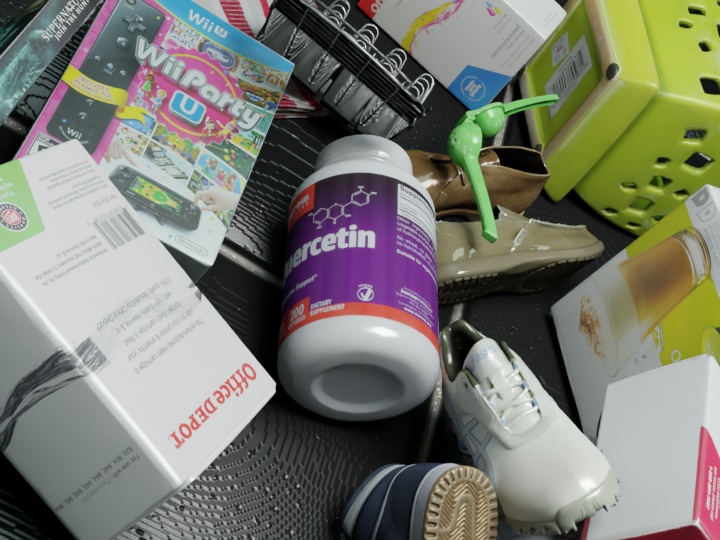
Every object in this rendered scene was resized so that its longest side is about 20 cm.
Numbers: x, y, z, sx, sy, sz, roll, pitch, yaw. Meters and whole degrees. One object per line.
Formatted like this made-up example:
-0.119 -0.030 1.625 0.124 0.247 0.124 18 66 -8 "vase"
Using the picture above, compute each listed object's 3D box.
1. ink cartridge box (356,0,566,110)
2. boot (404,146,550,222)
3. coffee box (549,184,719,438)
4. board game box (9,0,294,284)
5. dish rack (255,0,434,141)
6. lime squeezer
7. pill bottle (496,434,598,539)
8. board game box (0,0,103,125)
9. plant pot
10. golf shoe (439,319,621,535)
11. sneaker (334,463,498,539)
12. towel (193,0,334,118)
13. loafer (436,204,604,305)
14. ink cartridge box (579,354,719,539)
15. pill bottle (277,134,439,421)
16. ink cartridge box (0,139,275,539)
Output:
0.080 -0.261 1.061 0.200 0.116 0.067 42 44 -2 "ink cartridge box"
0.076 -0.085 0.958 0.199 0.075 0.074 2 60 -33 "boot"
0.307 0.084 0.909 0.199 0.198 0.201 13 52 -31 "coffee box"
-0.149 -0.102 0.799 0.147 0.064 0.201 29 53 -16 "board game box"
-0.010 -0.160 0.851 0.153 0.200 0.055 39 83 -6 "dish rack"
0.112 -0.110 0.928 0.070 0.038 0.200 23 47 7 "lime squeezer"
0.130 0.218 0.745 0.112 0.112 0.201 30 46 -14 "pill bottle"
-0.248 -0.099 0.690 0.028 0.135 0.201 48 40 -26 "board game box"
0.269 -0.167 1.077 0.181 0.200 0.200 12 53 -22 "plant pot"
0.093 0.096 0.723 0.078 0.200 0.098 -29 111 -9 "golf shoe"
0.025 0.219 0.710 0.070 0.108 0.201 17 80 -29 "sneaker"
-0.102 -0.190 0.945 0.199 0.023 0.145 -8 63 -39 "towel"
0.127 -0.020 0.945 0.199 0.076 0.068 -7 69 -39 "loafer"
0.237 0.181 0.737 0.200 0.083 0.146 52 37 -22 "ink cartridge box"
0.000 0.000 0.812 0.112 0.112 0.201 20 49 -23 "pill bottle"
-0.160 0.037 0.645 0.200 0.084 0.146 51 24 -2 "ink cartridge box"
